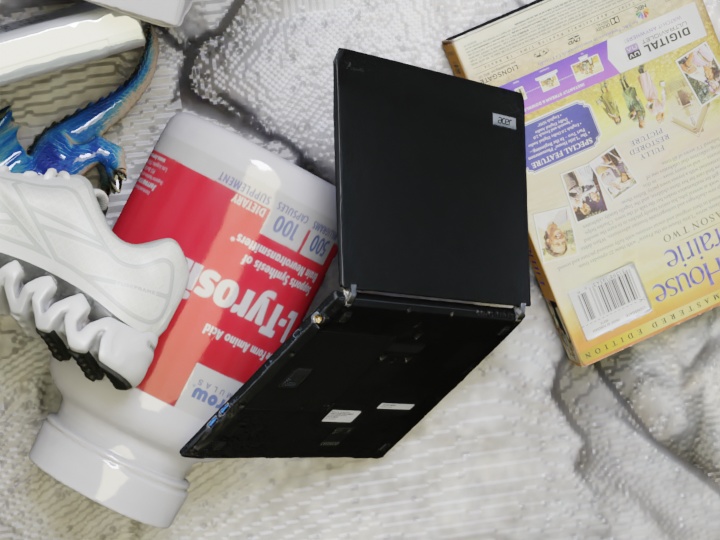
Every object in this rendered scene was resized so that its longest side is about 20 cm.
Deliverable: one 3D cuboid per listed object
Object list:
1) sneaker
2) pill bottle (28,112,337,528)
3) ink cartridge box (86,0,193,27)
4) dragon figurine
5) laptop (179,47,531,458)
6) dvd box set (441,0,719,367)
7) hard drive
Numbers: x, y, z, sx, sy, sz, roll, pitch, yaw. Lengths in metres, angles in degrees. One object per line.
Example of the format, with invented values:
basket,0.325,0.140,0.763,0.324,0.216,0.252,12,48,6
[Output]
sneaker,-0.176,-0.021,1.102,0.200,0.075,0.081,31,78,6
pill bottle,-0.093,0.028,1.165,0.112,0.112,0.200,27,90,-12
ink cartridge box,-0.093,-0.239,1.066,0.084,0.145,0.200,16,117,-1
dragon figurine,-0.179,-0.052,1.167,0.099,0.059,0.200,24,92,-13
laptop,0.000,0.000,1.157,0.200,0.177,0.103,-46,62,24
dvd box set,0.149,-0.065,1.245,0.146,0.029,0.200,-25,99,-8
hard drive,-0.214,-0.101,1.118,0.200,0.132,0.026,-17,101,-9
